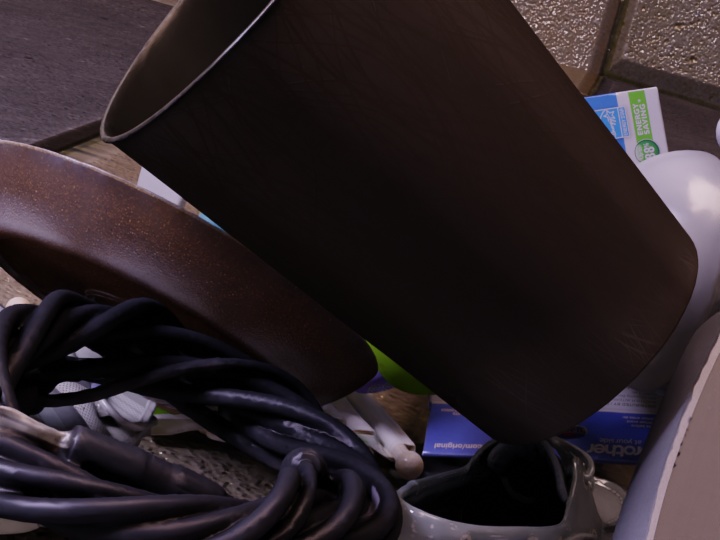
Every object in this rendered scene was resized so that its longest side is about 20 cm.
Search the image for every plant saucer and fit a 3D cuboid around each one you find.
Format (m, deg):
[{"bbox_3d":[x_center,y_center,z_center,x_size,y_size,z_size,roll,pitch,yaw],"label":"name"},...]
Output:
[{"bbox_3d":[-0.087,0.011,0.735,0.199,0.032,0.200,24,-15,7],"label":"plant saucer"}]

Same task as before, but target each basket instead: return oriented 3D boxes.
[{"bbox_3d":[0.024,-0.041,0.650,0.200,0.136,0.181,44,36,-19],"label":"basket"}]

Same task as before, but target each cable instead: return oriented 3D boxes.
[{"bbox_3d":[-0.059,0.053,0.586,0.162,0.051,0.199,23,8,34],"label":"cable"}]

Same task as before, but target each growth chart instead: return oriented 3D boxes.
[{"bbox_3d":[-0.074,0.056,0.828,0.198,0.018,0.145,12,15,-14],"label":"growth chart"}]

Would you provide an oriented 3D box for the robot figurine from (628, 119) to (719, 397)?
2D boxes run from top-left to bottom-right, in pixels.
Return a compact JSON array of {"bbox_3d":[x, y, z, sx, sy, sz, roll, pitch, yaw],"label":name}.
[{"bbox_3d":[0.183,0.012,0.794,0.198,0.171,0.113,15,-13,-10],"label":"robot figurine"}]

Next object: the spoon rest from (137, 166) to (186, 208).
[{"bbox_3d":[-0.065,-0.013,1.050,0.099,0.061,0.199,28,6,38],"label":"spoon rest"}]

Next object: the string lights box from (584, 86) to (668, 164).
[{"bbox_3d":[0.085,-0.041,1.032,0.198,0.104,0.059,-9,-9,-2],"label":"string lights box"}]

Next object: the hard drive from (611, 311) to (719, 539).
[{"bbox_3d":[0.160,0.104,0.622,0.134,0.043,0.201,18,52,11],"label":"hard drive"}]

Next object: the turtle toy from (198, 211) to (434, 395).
[{"bbox_3d":[0.000,0.000,0.807,0.199,0.146,0.101,14,52,45],"label":"turtle toy"}]

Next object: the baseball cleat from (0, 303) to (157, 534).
[{"bbox_3d":[-0.147,0.049,0.703,0.106,0.070,0.200,13,23,-34],"label":"baseball cleat"}]

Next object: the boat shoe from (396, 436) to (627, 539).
[{"bbox_3d":[0.067,0.102,0.688,0.070,0.072,0.200,23,16,29],"label":"boat shoe"}]

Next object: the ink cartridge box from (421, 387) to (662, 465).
[{"bbox_3d":[0.103,0.036,0.879,0.118,0.042,0.201,2,38,12],"label":"ink cartridge box"}]
